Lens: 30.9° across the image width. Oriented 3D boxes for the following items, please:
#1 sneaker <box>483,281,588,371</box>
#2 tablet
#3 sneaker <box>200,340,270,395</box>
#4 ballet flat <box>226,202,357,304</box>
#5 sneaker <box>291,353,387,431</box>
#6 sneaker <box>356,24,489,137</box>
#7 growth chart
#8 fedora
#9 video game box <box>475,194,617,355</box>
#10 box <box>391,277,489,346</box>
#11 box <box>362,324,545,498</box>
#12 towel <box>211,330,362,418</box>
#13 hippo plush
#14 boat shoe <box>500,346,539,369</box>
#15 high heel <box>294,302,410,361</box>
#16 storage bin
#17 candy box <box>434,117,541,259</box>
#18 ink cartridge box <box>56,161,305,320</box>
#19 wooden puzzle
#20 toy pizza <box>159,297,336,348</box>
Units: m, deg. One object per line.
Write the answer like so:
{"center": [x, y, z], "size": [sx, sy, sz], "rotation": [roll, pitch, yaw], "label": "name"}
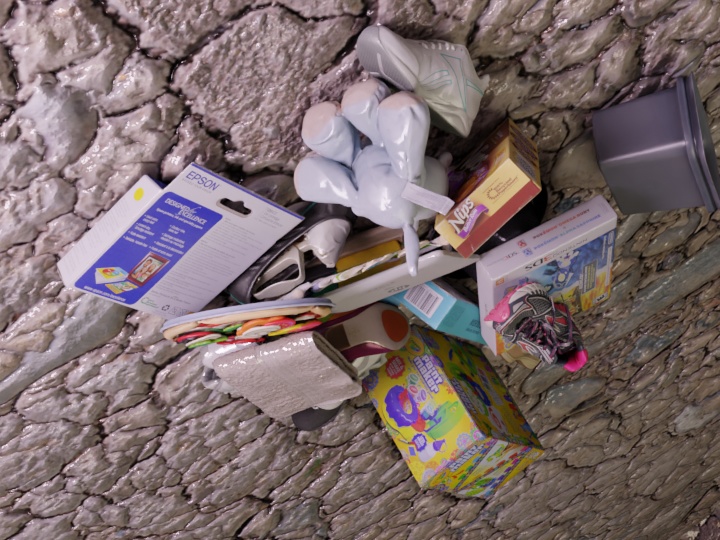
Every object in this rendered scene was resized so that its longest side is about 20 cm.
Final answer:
{"center": [0.228, 0.072, 1.632], "size": [0.081, 0.075, 0.200], "rotation": [-43, 146, 20], "label": "sneaker"}
{"center": [0.035, 0.016, 1.559], "size": [0.200, 0.014, 0.130], "rotation": [-21, 169, 25], "label": "tablet"}
{"center": [-0.151, 0.128, 1.663], "size": [0.099, 0.078, 0.200], "rotation": [-22, 143, 3], "label": "sneaker"}
{"center": [-0.066, -0.021, 1.516], "size": [0.200, 0.068, 0.068], "rotation": [-37, 146, 8], "label": "ballet flat"}
{"center": [-0.046, 0.139, 1.752], "size": [0.088, 0.074, 0.200], "rotation": [7, 129, -51], "label": "sneaker"}
{"center": [0.067, -0.216, 1.375], "size": [0.200, 0.070, 0.080], "rotation": [32, 88, -50], "label": "sneaker"}
{"center": [0.000, 0.000, 1.489], "size": [0.200, 0.018, 0.145], "rotation": [-20, 179, -10], "label": "growth chart"}
{"center": [0.184, -0.033, 1.692], "size": [0.200, 0.092, 0.201], "rotation": [-23, 148, -15], "label": "fedora"}
{"center": [0.238, 0.010, 1.668], "size": [0.182, 0.047, 0.200], "rotation": [-25, 148, -7], "label": "video game box"}
{"center": [0.121, 0.049, 1.728], "size": [0.049, 0.082, 0.200], "rotation": [-56, 153, 7], "label": "box"}
{"center": [0.132, 0.206, 1.881], "size": [0.122, 0.200, 0.192], "rotation": [-42, 147, 18], "label": "box"}
{"center": [-0.081, 0.129, 1.566], "size": [0.132, 0.035, 0.200], "rotation": [-17, 154, 13], "label": "towel"}
{"center": [0.045, -0.116, 1.398], "size": [0.161, 0.200, 0.160], "rotation": [-8, 128, -63], "label": "hippo plush"}
{"center": [0.232, 0.096, 1.949], "size": [0.065, 0.071, 0.200], "rotation": [-46, 155, 10], "label": "boat shoe"}
{"center": [-0.020, 0.086, 1.661], "size": [0.096, 0.068, 0.200], "rotation": [-21, 169, 36], "label": "high heel"}
{"center": [0.379, -0.157, 1.670], "size": [0.134, 0.146, 0.200], "rotation": [-10, 154, 18], "label": "storage bin"}
{"center": [0.147, -0.099, 1.494], "size": [0.117, 0.056, 0.200], "rotation": [-43, -169, 18], "label": "candy box"}
{"center": [-0.193, -0.034, 1.414], "size": [0.200, 0.047, 0.197], "rotation": [-43, 146, 15], "label": "ink cartridge box"}
{"center": [-0.011, 0.019, 1.652], "size": [0.200, 0.037, 0.185], "rotation": [-23, 147, -15], "label": "wooden puzzle"}
{"center": [-0.125, 0.063, 1.465], "size": [0.200, 0.032, 0.200], "rotation": [-8, 173, -1], "label": "toy pizza"}
